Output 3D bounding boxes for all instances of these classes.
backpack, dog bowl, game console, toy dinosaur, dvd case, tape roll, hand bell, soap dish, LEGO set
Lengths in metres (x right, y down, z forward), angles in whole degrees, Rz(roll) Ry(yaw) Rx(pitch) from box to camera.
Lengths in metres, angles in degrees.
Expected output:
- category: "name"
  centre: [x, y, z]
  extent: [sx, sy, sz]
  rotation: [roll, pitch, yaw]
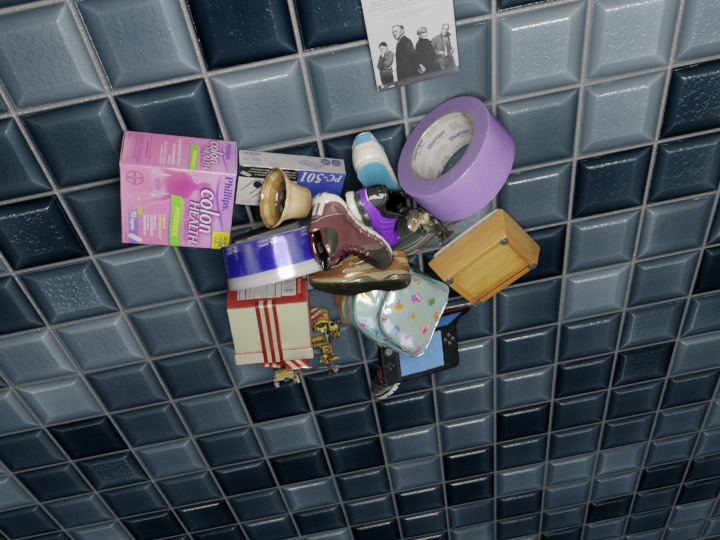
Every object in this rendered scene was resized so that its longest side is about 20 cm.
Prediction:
- category: "backpack"
  centre: [0.068, 0.067, 1.505]
  extent: [0.197, 0.153, 0.179]
  rotation: [26, 90, -16]
- category: "dog bowl"
  centre: [-0.149, -0.026, 1.344]
  extent: [0.195, 0.200, 0.081]
  rotation: [-13, 94, 3]
- category: "game console"
  centre: [0.150, 0.172, 1.688]
  extent: [0.195, 0.118, 0.177]
  rotation: [-12, 104, -17]
- category: "toy dinosaur"
  centre: [0.132, -0.090, 1.399]
  extent: [0.088, 0.200, 0.048]
  rotation: [43, 104, 1]
- category: "dvd case"
  centre: [-0.165, -0.017, 1.546]
  extent: [0.139, 0.018, 0.202]
  rotation: [-17, 135, 5]
- category: "tape roll"
  centre: [0.164, -0.195, 1.302]
  extent: [0.199, 0.203, 0.084]
  rotation: [-37, 130, 25]
- category: "hand bell"
  centre: [-0.075, -0.118, 1.366]
  extent: [0.196, 0.106, 0.105]
  rotation: [7, 135, -35]
- category: "dvd case"
  centre: [0.081, -0.397, 1.211]
  extent: [0.146, 0.025, 0.203]
  rotation: [-13, 135, 2]
- category: "soap dish"
  centre: [0.266, -0.020, 1.581]
  extent: [0.199, 0.082, 0.156]
  rotation: [-37, 130, 23]
- category: "LEGO set"
  centre: [-0.137, 0.182, 1.677]
  extent: [0.194, 0.118, 0.156]
  rotation: [-6, 136, -5]

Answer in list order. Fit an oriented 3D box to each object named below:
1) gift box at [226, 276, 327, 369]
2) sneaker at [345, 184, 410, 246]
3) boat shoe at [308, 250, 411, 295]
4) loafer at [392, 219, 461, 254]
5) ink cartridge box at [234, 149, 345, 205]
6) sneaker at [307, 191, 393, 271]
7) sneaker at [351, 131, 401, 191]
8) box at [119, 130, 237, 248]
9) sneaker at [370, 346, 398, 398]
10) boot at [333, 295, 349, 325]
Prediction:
- category: "gift box"
  centre: [-0.166, 0.083, 1.502]
  extent: [0.194, 0.187, 0.190]
  rotation: [0, 134, -1]
- category: "sneaker"
  centre: [0.053, -0.101, 1.380]
  extent: [0.098, 0.071, 0.200]
  rotation: [-21, 156, 16]
- category: "boat shoe"
  centre: [0.000, 0.000, 1.419]
  extent: [0.194, 0.076, 0.076]
  rotation: [-3, 159, 9]
- category: "loafer"
  centre: [0.135, -0.079, 1.508]
  extent: [0.198, 0.073, 0.063]
  rotation: [-33, 139, 21]
- category: "ink cartridge box"
  centre: [-0.132, -0.165, 1.386]
  extent: [0.195, 0.045, 0.095]
  rotation: [3, 136, -15]
- category: "sneaker"
  centre: [-0.027, -0.033, 1.299]
  extent: [0.075, 0.117, 0.199]
  rotation: [-17, 134, 44]
- category: "sneaker"
  centre: [0.032, -0.178, 1.387]
  extent: [0.075, 0.083, 0.201]
  rotation: [-15, 155, 4]
- category: "box"
  centre: [-0.326, -0.140, 1.336]
  extent: [0.195, 0.098, 0.178]
  rotation: [3, 134, -15]
- category: "sneaker"
  centre: [0.066, 0.226, 1.796]
  extent: [0.086, 0.075, 0.201]
  rotation: [18, 124, -27]
- category: "boot"
  centre: [0.039, 0.040, 1.615]
  extent: [0.194, 0.078, 0.158]
  rotation: [-2, 131, 1]
